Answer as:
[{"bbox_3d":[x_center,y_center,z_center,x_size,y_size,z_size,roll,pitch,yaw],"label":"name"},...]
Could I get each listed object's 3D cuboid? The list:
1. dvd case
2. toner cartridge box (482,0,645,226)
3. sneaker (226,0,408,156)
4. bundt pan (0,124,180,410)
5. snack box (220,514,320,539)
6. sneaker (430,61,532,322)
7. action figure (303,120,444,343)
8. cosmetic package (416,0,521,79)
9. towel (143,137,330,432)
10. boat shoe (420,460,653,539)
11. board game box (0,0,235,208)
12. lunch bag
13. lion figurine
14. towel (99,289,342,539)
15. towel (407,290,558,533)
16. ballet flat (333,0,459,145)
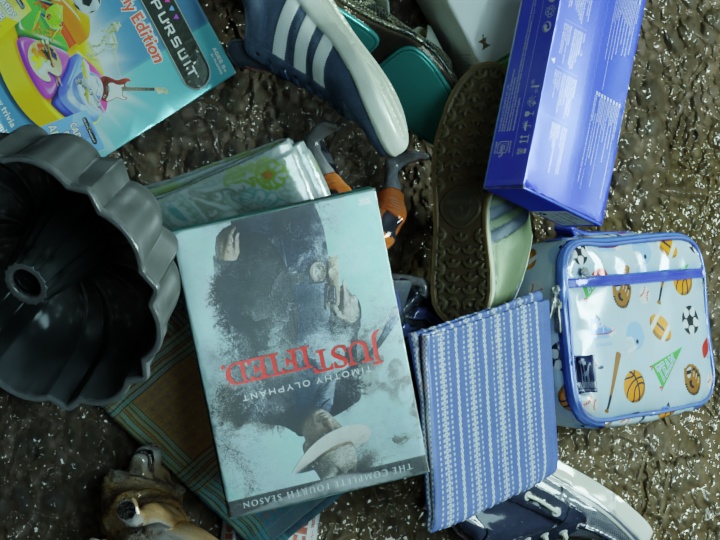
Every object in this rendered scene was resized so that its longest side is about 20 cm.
[{"bbox_3d":[-0.040,0.055,1.553,0.145,0.022,0.201,-12,99,-9],"label":"dvd case"},{"bbox_3d":[0.155,-0.142,1.713,0.095,0.043,0.201,24,74,-42],"label":"toner cartridge box"},{"bbox_3d":[-0.043,-0.153,1.658,0.084,0.075,0.201,-35,76,8],"label":"sneaker"},{"bbox_3d":[-0.204,-0.010,1.522,0.202,0.201,0.076,56,38,-16],"label":"bundt pan"},{"bbox_3d":[-0.076,0.254,1.673,0.072,0.024,0.201,15,78,-33],"label":"snack box"},{"bbox_3d":[0.097,-0.053,1.754,0.090,0.067,0.201,18,77,-67],"label":"sneaker"},{"bbox_3d":[0.000,0.000,1.728,0.200,0.104,0.195,18,80,-61],"label":"action figure"},{"bbox_3d":[0.103,-0.223,1.786,0.107,0.085,0.201,-33,105,-10],"label":"cosmetic package"},{"bbox_3d":[-0.081,0.019,1.609,0.201,0.170,0.048,67,25,-10],"label":"towel"},{"bbox_3d":[0.135,0.193,1.797,0.200,0.075,0.093,34,78,-21],"label":"boat shoe"},{"bbox_3d":[-0.204,-0.156,1.613,0.200,0.047,0.151,-36,105,-30],"label":"board game box"},{"bbox_3d":[0.200,0.042,1.827,0.199,0.075,0.161,-3,89,-46],"label":"lunch bag"},{"bbox_3d":[-0.109,0.197,1.559,0.073,0.200,0.122,-56,160,7],"label":"lion figurine"},{"bbox_3d":[-0.090,0.100,1.603,0.200,0.147,0.022,43,28,-13],"label":"towel"},{"bbox_3d":[0.091,0.099,1.671,0.200,0.024,0.146,-15,102,-58],"label":"towel"},{"bbox_3d":[0.017,-0.179,1.757,0.200,0.068,0.076,38,41,-23],"label":"ballet flat"}]
